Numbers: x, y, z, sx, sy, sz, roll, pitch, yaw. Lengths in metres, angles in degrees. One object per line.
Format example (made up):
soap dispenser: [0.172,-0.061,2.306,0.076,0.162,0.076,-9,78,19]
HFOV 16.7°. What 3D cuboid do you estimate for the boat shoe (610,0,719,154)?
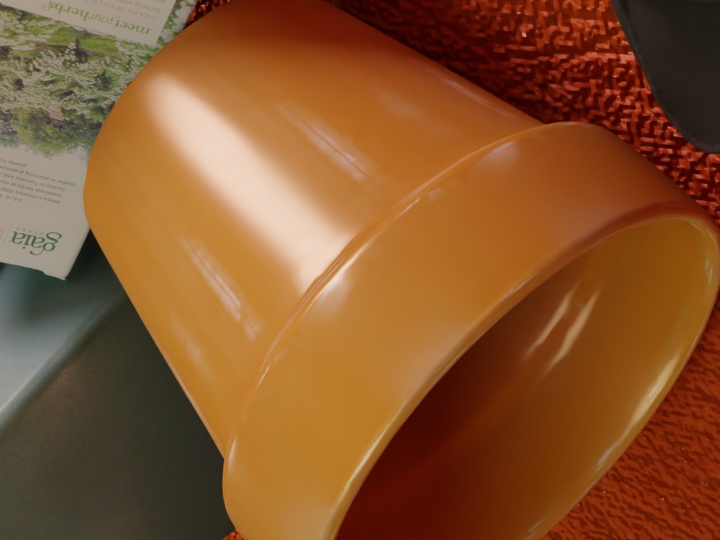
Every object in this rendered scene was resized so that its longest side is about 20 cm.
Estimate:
boat shoe: [0.096,-0.120,0.800,0.073,0.063,0.202,7,131,34]

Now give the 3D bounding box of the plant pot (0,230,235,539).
plant pot: [-0.122,0.055,1.036,0.141,0.200,0.142,5,129,38]

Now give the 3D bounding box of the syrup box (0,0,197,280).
syrup box: [-0.117,-0.097,0.935,0.078,0.082,0.200,14,131,-19]

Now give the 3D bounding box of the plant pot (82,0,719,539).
plant pot: [0.000,0.000,0.905,0.183,0.200,0.201,44,144,25]
